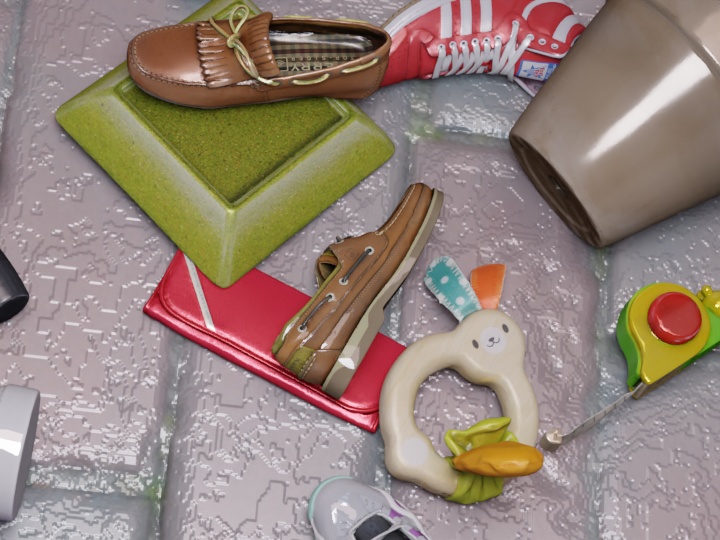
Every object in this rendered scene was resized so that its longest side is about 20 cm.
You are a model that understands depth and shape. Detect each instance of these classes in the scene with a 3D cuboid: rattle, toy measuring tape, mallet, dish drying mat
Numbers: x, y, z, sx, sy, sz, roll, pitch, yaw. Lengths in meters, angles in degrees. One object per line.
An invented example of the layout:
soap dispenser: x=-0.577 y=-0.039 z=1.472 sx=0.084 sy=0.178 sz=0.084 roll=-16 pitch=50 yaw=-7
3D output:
rattle: x=0.090 y=0.062 z=1.337 sx=0.130 sy=0.143 sz=0.200 roll=17 pitch=69 yaw=6
toy measuring tape: x=0.204 y=0.063 z=1.393 sx=0.200 sy=0.074 sz=0.074 roll=-30 pitch=76 yaw=-20
mallet: x=-0.330 y=0.012 z=1.293 sx=0.200 sy=0.041 sz=0.066 roll=-7 pitch=57 yaw=-47
dish drying mat: x=-0.061 y=0.047 z=1.382 sx=0.200 sy=0.018 sz=0.077 roll=27 pitch=64 yaw=3

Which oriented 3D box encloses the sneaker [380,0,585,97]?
sneaker: x=0.096 y=-0.175 z=1.471 sx=0.200 sy=0.071 sz=0.113 roll=-32 pitch=73 yaw=-22

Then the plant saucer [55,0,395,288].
plant saucer: x=-0.101 y=-0.119 z=1.418 sx=0.200 sy=0.048 sz=0.200 roll=45 pitch=63 yaw=11

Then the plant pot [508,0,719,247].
plant pot: x=0.218 y=-0.116 z=1.417 sx=0.173 sy=0.200 sz=0.200 roll=-38 pitch=78 yaw=-5

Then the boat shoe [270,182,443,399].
boat shoe: x=0.000 y=0.000 z=1.372 sx=0.068 sy=0.072 sz=0.200 roll=29 pitch=55 yaw=1

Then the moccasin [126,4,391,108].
moccasin: x=-0.076 y=-0.163 z=1.373 sx=0.201 sy=0.078 sz=0.074 roll=3 pitch=64 yaw=-10

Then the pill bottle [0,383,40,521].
pill bottle: x=-0.330 y=0.109 z=1.258 sx=0.199 sy=0.116 sz=0.116 roll=11 pitch=66 yaw=-4

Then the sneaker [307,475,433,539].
sneaker: x=0.046 y=0.210 z=1.265 sx=0.078 sy=0.140 sz=0.200 roll=-40 pitch=80 yaw=-21
